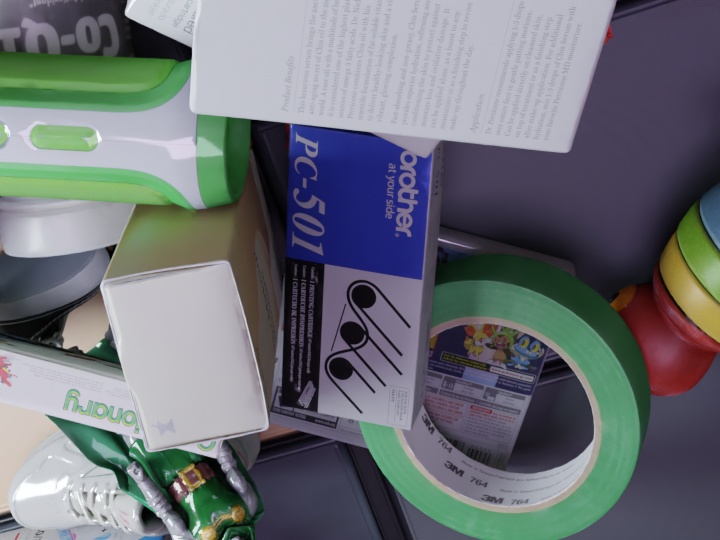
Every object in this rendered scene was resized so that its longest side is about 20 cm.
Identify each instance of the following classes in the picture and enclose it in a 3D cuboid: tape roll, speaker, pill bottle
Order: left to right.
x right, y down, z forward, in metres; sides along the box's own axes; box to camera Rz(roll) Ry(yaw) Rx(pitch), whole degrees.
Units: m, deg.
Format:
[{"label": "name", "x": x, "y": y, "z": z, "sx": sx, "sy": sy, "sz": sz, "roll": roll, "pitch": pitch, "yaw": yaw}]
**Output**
[{"label": "pill bottle", "x": -0.194, "y": -0.117, "z": 0.880, "sx": 0.112, "sy": 0.113, "sz": 0.202, "roll": -7, "pitch": 103, "yaw": 6}, {"label": "speaker", "x": -0.165, "y": -0.080, "z": 0.782, "sx": 0.198, "sy": 0.089, "sz": 0.089, "roll": 4, "pitch": 116, "yaw": 6}, {"label": "tape roll", "x": 0.097, "y": 0.090, "z": 0.964, "sx": 0.198, "sy": 0.048, "sz": 0.202, "roll": 9, "pitch": 115, "yaw": 19}]

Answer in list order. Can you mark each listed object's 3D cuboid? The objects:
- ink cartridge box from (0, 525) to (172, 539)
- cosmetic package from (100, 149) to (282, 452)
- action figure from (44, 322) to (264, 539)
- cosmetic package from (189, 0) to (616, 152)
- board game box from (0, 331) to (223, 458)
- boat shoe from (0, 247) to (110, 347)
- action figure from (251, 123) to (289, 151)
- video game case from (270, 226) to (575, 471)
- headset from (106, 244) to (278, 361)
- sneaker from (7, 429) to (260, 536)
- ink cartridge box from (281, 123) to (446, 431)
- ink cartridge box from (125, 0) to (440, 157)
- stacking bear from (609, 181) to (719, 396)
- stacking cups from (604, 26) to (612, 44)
[{"label": "ink cartridge box", "x": -0.227, "y": 0.246, "z": 1.069, "sx": 0.198, "sy": 0.115, "sz": 0.068, "roll": -16, "pitch": 113, "yaw": 10}, {"label": "cosmetic package", "x": -0.091, "y": 0.009, "z": 0.816, "sx": 0.070, "sy": 0.200, "sz": 0.106, "roll": -10, "pitch": 113, "yaw": 3}, {"label": "action figure", "x": -0.130, "y": 0.127, "z": 0.975, "sx": 0.118, "sy": 0.055, "sz": 0.201, "roll": -35, "pitch": 79, "yaw": -16}, {"label": "cosmetic package", "x": 0.018, "y": -0.127, "z": 0.705, "sx": 0.198, "sy": 0.072, "sz": 0.102, "roll": 6, "pitch": 136, "yaw": -6}, {"label": "board game box", "x": -0.178, "y": 0.071, "z": 0.874, "sx": 0.198, "sy": 0.126, "sz": 0.035, "roll": 15, "pitch": 87, "yaw": -3}, {"label": "boat shoe", "x": -0.235, "y": 0.031, "z": 0.974, "sx": 0.198, "sy": 0.074, "sz": 0.068, "roll": -21, "pitch": 122, "yaw": 32}, {"label": "action figure", "x": -0.077, "y": -0.172, "z": 0.905, "sx": 0.065, "sy": 0.052, "sz": 0.202, "roll": -6, "pitch": 112, "yaw": 10}, {"label": "video game case", "x": 0.034, "y": 0.051, "z": 1.017, "sx": 0.198, "sy": 0.023, "sz": 0.184, "roll": 15, "pitch": 115, "yaw": -3}, {"label": "headset", "x": -0.123, "y": -0.010, "z": 0.956, "sx": 0.123, "sy": 0.094, "sz": 0.201, "roll": -30, "pitch": 101, "yaw": 16}, {"label": "sneaker", "x": -0.175, "y": 0.158, "z": 1.034, "sx": 0.198, "sy": 0.100, "sz": 0.079, "roll": -17, "pitch": 113, "yaw": 10}, {"label": "ink cartridge box", "x": 0.000, "y": 0.000, "z": 0.906, "sx": 0.093, "sy": 0.044, "sz": 0.202, "roll": 10, "pitch": 116, "yaw": 12}, {"label": "ink cartridge box", "x": -0.008, "y": -0.170, "z": 0.773, "sx": 0.199, "sy": 0.084, "sz": 0.145, "roll": 23, "pitch": 132, "yaw": -21}, {"label": "stacking bear", "x": 0.243, "y": 0.005, "z": 0.942, "sx": 0.113, "sy": 0.122, "sz": 0.200, "roll": 37, "pitch": 121, "yaw": -6}, {"label": "stacking cups", "x": 0.063, "y": -0.133, "z": 0.906, "sx": 0.198, "sy": 0.061, "sz": 0.061, "roll": -20, "pitch": 113, "yaw": 12}]
